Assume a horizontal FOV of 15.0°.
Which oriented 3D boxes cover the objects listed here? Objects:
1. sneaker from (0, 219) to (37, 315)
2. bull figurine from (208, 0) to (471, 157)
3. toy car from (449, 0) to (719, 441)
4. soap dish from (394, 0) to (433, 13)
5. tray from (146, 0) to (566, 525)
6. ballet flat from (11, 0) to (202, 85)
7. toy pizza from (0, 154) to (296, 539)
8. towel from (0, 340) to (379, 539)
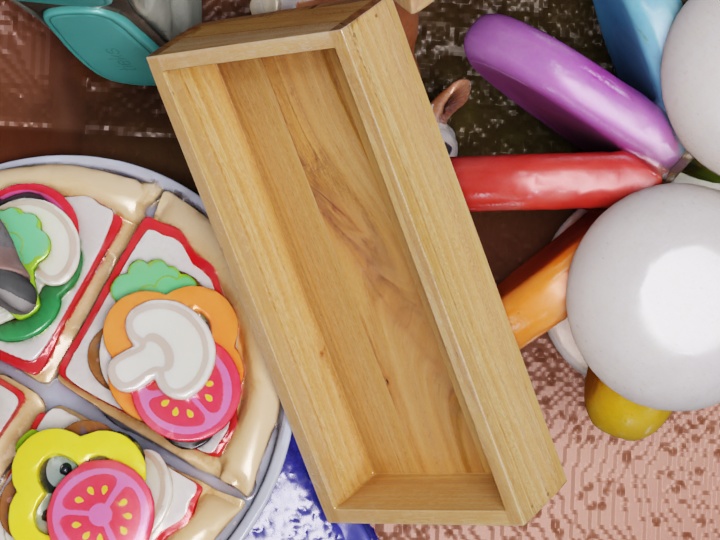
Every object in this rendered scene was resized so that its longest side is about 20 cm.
[{"bbox_3d":[-0.203,0.046,1.021,0.200,0.077,0.082,-41,94,-13],"label":"sneaker"},{"bbox_3d":[-0.014,-0.120,1.082,0.065,0.121,0.202,-12,82,35],"label":"bull figurine"},{"bbox_3d":[0.102,-0.044,1.052,0.149,0.175,0.201,24,89,-1],"label":"toy car"},{"bbox_3d":[0.051,-0.213,1.030,0.081,0.200,0.158,15,130,32],"label":"soap dish"},{"bbox_3d":[0.000,0.000,1.019,0.037,0.098,0.201,-38,115,-43],"label":"tray"},{"bbox_3d":[-0.108,-0.122,1.027,0.067,0.200,0.064,4,82,14],"label":"ballet flat"},{"bbox_3d":[-0.124,0.046,1.070,0.199,0.032,0.202,-2,72,6],"label":"toy pizza"},{"bbox_3d":[-0.099,0.117,1.103,0.199,0.050,0.148,-28,86,-3],"label":"towel"}]
